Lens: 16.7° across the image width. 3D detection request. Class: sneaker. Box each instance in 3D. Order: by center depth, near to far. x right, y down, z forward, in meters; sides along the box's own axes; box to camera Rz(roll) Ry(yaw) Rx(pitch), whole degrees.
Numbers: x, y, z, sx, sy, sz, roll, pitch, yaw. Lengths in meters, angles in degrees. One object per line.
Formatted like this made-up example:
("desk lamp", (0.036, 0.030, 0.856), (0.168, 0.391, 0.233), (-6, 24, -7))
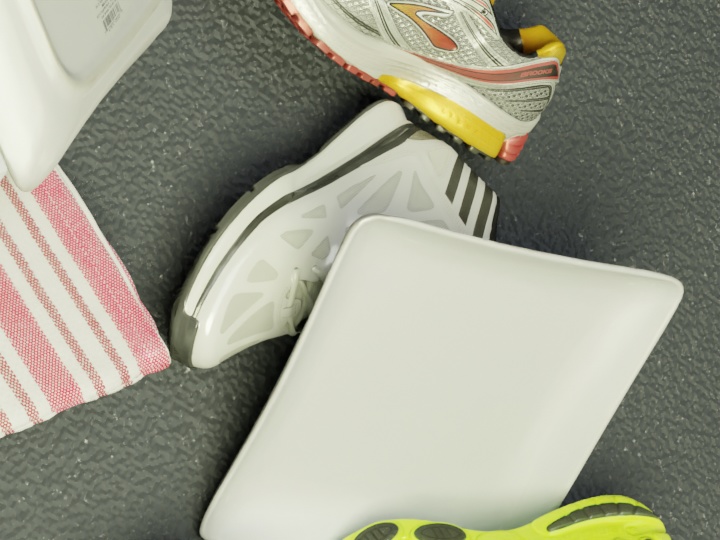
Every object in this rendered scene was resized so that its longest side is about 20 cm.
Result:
("sneaker", (0.000, 0.000, 1.222), (0.115, 0.076, 0.200), (34, 53, 18))
("sneaker", (0.065, 0.170, 1.250), (0.199, 0.084, 0.074), (-4, 43, -17))
("sneaker", (0.023, -0.138, 1.283), (0.199, 0.078, 0.082), (29, 103, -30))

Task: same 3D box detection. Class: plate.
("plate", (-0.146, -0.167, 1.131), (0.200, 0.032, 0.201), (-63, 138, -57))
("plate", (0.037, 0.062, 1.223), (0.198, 0.201, 0.032), (11, 30, -31))

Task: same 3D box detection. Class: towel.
("towel", (-0.196, 0.016, 1.108), (0.199, 0.030, 0.147), (-22, 72, -39))

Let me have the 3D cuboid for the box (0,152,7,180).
("box", (-0.278, -0.088, 1.046), (0.176, 0.097, 0.201), (-14, 71, -36))
